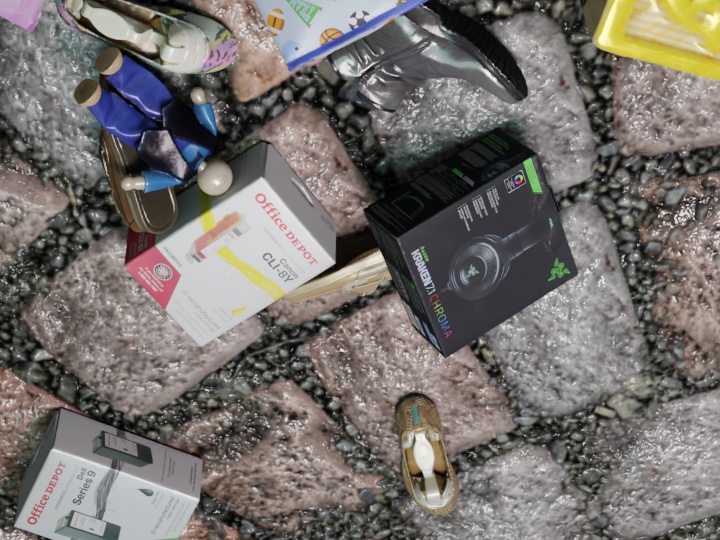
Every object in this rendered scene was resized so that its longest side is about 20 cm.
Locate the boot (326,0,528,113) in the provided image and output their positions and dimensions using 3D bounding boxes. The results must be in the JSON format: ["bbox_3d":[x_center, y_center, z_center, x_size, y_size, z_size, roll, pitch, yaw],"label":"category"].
[{"bbox_3d":[0.071,-0.216,1.700,0.199,0.070,0.132,37,118,-12],"label":"boot"}]

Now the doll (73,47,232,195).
[{"bbox_3d":[-0.213,-0.143,1.680,0.200,0.048,0.137,39,81,-35],"label":"doll"}]

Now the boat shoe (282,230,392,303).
[{"bbox_3d":[0.000,0.000,1.831,0.198,0.072,0.065,-21,122,10],"label":"boat shoe"}]

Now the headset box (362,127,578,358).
[{"bbox_3d":[0.130,-0.034,1.768,0.199,0.093,0.175,-30,123,-12],"label":"headset box"}]

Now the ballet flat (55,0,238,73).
[{"bbox_3d":[-0.223,-0.246,1.653,0.198,0.071,0.070,19,109,-15],"label":"ballet flat"}]

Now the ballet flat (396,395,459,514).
[{"bbox_3d":[0.083,0.251,2.007,0.070,0.066,0.201,-14,124,7],"label":"ballet flat"}]

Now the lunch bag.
[{"bbox_3d":[-0.011,-0.318,1.564,0.199,0.124,0.171,-26,98,19],"label":"lunch bag"}]

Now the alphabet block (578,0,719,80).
[{"bbox_3d":[0.331,-0.321,1.552,0.194,0.201,0.197,11,123,-10],"label":"alphabet block"}]

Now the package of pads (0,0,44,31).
[{"bbox_3d":[-0.388,-0.339,1.583,0.199,0.076,0.121,26,116,-19],"label":"package of pads"}]

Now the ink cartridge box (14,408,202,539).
[{"bbox_3d":[-0.318,0.279,1.996,0.198,0.084,0.147,21,120,-16],"label":"ink cartridge box"}]

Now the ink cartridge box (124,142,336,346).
[{"bbox_3d":[-0.146,-0.029,1.797,0.199,0.084,0.145,-31,120,17],"label":"ink cartridge box"}]

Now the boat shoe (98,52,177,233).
[{"bbox_3d":[-0.258,-0.137,1.724,0.072,0.068,0.202,-22,111,-40],"label":"boat shoe"}]
